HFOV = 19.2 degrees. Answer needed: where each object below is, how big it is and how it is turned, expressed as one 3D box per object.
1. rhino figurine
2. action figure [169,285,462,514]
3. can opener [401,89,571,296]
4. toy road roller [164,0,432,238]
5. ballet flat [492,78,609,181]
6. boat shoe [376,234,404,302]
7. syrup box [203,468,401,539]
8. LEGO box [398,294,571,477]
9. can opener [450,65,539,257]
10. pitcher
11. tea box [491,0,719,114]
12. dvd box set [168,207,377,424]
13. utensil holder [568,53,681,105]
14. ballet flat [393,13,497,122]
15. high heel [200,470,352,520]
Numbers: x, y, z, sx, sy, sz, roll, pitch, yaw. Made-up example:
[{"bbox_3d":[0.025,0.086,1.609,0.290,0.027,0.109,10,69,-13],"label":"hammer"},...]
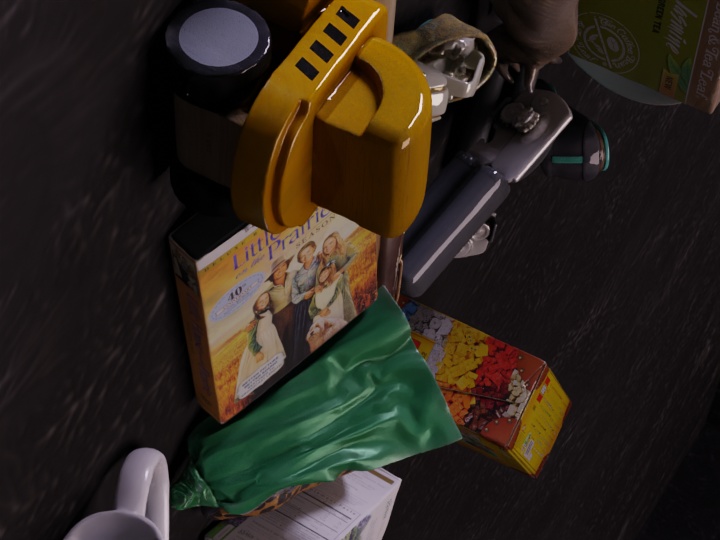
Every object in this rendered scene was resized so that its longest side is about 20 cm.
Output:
[{"bbox_3d":[0.125,-0.201,1.572,0.060,0.087,0.200,-52,164,-32],"label":"rhino figurine"},{"bbox_3d":[-0.044,0.108,1.445,0.199,0.118,0.055,-27,177,-14],"label":"action figure"},{"bbox_3d":[0.092,-0.059,1.630,0.200,0.053,0.067,-47,140,-13],"label":"can opener"},{"bbox_3d":[-0.012,-0.104,1.178,0.200,0.146,0.123,-54,161,-34],"label":"toy road roller"},{"bbox_3d":[0.148,-0.117,1.777,0.200,0.073,0.073,-125,-125,-71],"label":"ballet flat"},{"bbox_3d":[0.000,0.000,1.501,0.070,0.070,0.201,-40,150,-48],"label":"boat shoe"},{"bbox_3d":[-0.050,0.212,1.634,0.200,0.081,0.079,-37,150,-59],"label":"syrup box"},{"bbox_3d":[0.086,0.098,1.778,0.077,0.148,0.200,-63,164,-7],"label":"LEGO box"},{"bbox_3d":[0.096,-0.096,1.729,0.067,0.052,0.201,-101,-159,-51],"label":"can opener"},{"bbox_3d":[-0.139,0.228,1.347,0.201,0.121,0.172,81,21,-45],"label":"pitcher"},{"bbox_3d":[0.219,-0.259,1.590,0.134,0.196,0.200,-55,160,-32],"label":"tea box"},{"bbox_3d":[-0.050,-0.001,1.346,0.146,0.029,0.200,-38,154,-22],"label":"dvd box set"},{"bbox_3d":[0.274,-0.266,1.820,0.200,0.169,0.170,-52,160,-30],"label":"utensil holder"},{"bbox_3d":[0.040,-0.130,1.451,0.200,0.070,0.071,-37,148,-58],"label":"ballet flat"},{"bbox_3d":[-0.063,0.143,1.589,0.142,0.072,0.200,-30,176,-10],"label":"high heel"}]
